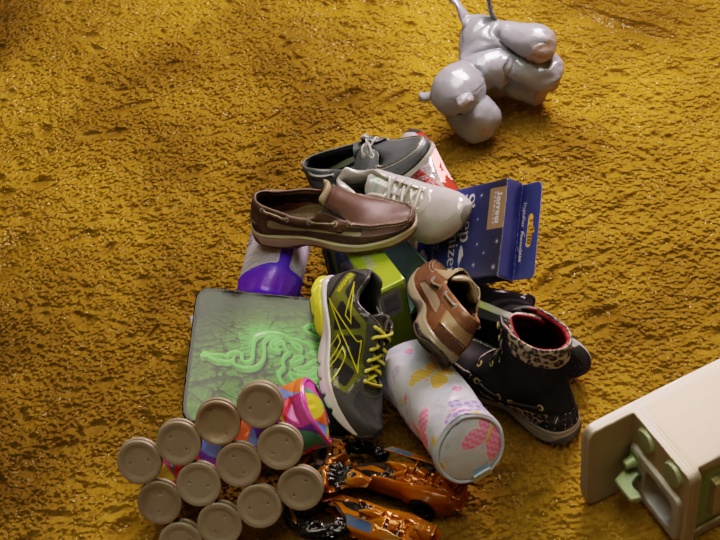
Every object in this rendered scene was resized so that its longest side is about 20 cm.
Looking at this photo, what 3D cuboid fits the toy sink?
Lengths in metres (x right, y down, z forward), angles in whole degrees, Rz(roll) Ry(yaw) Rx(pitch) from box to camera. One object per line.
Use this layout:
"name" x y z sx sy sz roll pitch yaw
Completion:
"toy sink" 0.342 0.198 1.392 0.199 0.131 0.112 -23 46 -14

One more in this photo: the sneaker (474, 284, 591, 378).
"sneaker" 0.195 0.057 1.597 0.199 0.072 0.083 24 52 29

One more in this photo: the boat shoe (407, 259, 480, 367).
"boat shoe" 0.104 0.037 1.521 0.074 0.076 0.200 -44 19 16

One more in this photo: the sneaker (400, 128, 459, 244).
"sneaker" 0.062 -0.111 1.791 0.107 0.068 0.202 -18 48 -12

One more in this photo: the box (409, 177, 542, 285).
"box" 0.136 -0.041 1.624 0.199 0.032 0.122 -10 69 50

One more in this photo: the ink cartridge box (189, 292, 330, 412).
"ink cartridge box" -0.098 0.114 1.613 0.198 0.044 0.199 -12 44 -4

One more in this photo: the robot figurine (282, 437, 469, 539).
"robot figurine" 0.009 0.240 1.456 0.198 0.059 0.145 14 47 22

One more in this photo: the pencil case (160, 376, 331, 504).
"pencil case" -0.129 0.188 1.474 0.199 0.089 0.089 -23 43 13

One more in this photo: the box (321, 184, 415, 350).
"box" 0.000 0.000 1.652 0.047 0.123 0.200 -24 46 -12

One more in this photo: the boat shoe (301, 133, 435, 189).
"boat shoe" 0.006 -0.146 1.783 0.199 0.062 0.073 -15 35 36

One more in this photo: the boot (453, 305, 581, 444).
"boot" 0.165 0.090 1.510 0.073 0.155 0.203 -37 50 -26

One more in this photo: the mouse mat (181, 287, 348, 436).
"mouse mat" -0.100 0.104 1.543 0.198 0.008 0.162 5 71 -3

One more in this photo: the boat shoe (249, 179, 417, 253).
"boat shoe" -0.034 -0.067 1.582 0.200 0.075 0.075 -3 44 4

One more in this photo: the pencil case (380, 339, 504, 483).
"pencil case" 0.085 0.153 1.472 0.082 0.091 0.200 -16 25 -13

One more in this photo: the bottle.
"bottle" -0.108 0.010 1.634 0.083 0.065 0.201 -25 41 37

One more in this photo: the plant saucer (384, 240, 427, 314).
"plant saucer" 0.035 -0.024 1.706 0.019 0.070 0.200 9 27 -37

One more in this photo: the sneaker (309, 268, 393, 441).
"sneaker" -0.002 0.088 1.497 0.084 0.074 0.202 -24 69 28

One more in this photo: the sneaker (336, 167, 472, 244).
"sneaker" 0.047 -0.084 1.647 0.199 0.080 0.071 10 69 42

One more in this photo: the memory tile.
"memory tile" -0.150 0.215 1.428 0.199 0.154 0.017 -25 9 11

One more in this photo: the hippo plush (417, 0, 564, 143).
"hippo plush" 0.178 -0.269 1.855 0.158 0.201 0.161 5 50 45
